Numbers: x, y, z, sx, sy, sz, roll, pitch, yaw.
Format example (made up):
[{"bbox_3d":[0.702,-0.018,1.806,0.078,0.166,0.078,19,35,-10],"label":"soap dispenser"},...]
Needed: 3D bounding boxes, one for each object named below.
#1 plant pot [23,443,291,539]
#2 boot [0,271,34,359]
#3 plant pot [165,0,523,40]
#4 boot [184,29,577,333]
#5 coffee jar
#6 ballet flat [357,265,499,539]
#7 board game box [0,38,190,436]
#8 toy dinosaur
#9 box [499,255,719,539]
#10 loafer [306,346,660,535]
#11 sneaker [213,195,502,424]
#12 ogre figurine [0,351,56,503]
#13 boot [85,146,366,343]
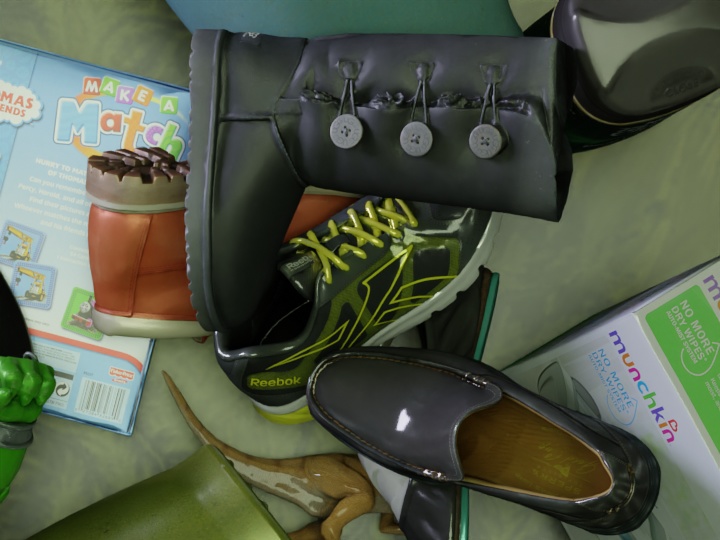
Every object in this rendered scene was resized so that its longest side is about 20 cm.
[{"bbox_3d":[-0.113,0.201,1.411,0.193,0.200,0.201,-39,90,-6],"label":"plant pot"},{"bbox_3d":[-0.272,0.025,1.447,0.144,0.072,0.201,-30,77,9],"label":"boot"},{"bbox_3d":[-0.010,-0.171,1.454,0.200,0.200,0.188,-35,102,-6],"label":"plant pot"},{"bbox_3d":[0.011,-0.044,1.368,0.199,0.066,0.166,2,104,8],"label":"boot"},{"bbox_3d":[0.147,-0.120,1.450,0.104,0.200,0.086,-20,88,-6],"label":"coffee jar"},{"bbox_3d":[0.035,0.084,1.472,0.068,0.068,0.201,7,60,2],"label":"ballet flat"},{"bbox_3d":[-0.178,-0.021,1.501,0.150,0.037,0.201,15,87,-3],"label":"board game box"},{"bbox_3d":[-0.023,0.126,1.504,0.199,0.060,0.107,6,65,-11],"label":"toy dinosaur"},{"bbox_3d":[0.189,0.108,1.445,0.096,0.176,0.201,-28,90,-28],"label":"box"},{"bbox_3d":[0.059,0.082,1.381,0.199,0.072,0.073,15,85,17],"label":"loafer"},{"bbox_3d":[0.000,0.000,1.442,0.200,0.085,0.074,-50,56,3],"label":"sneaker"},{"bbox_3d":[-0.262,0.106,1.361,0.199,0.098,0.121,-16,124,-33],"label":"ogre figurine"},{"bbox_3d":[-0.067,-0.015,1.480,0.199,0.075,0.108,-6,108,-32],"label":"boot"}]
